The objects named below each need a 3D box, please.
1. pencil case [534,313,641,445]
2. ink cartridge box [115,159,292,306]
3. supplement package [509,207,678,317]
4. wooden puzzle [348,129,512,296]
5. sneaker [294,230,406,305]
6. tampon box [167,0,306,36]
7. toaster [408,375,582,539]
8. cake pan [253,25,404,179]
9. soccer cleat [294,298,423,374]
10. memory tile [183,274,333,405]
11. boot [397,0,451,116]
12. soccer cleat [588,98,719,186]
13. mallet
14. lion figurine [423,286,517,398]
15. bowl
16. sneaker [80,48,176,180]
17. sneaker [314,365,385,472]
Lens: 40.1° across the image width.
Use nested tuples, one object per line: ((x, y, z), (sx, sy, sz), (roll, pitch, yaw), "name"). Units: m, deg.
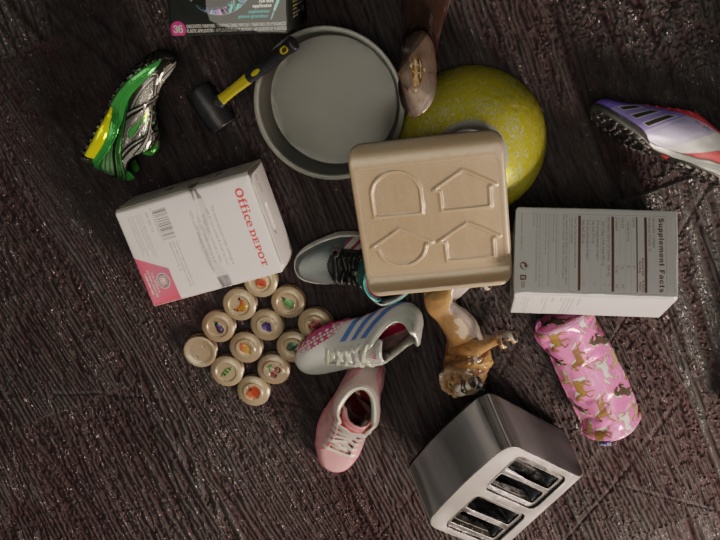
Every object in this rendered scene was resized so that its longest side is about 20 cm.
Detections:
((0.312, 0.141, 1.361), (0.086, 0.083, 0.200), (-34, 106, -23), "pencil case")
((-0.210, -0.051, 1.354), (0.200, 0.083, 0.147), (-15, 108, 13), "ink cartridge box")
((0.295, -0.009, 1.267), (0.200, 0.117, 0.118), (2, 76, 6), "supplement package")
((0.088, -0.072, 1.218), (0.185, 0.046, 0.200), (-6, 117, 6), "wooden puzzle")
((0.000, 0.000, 1.326), (0.200, 0.121, 0.084), (-8, 109, 11), "sneaker")
((-0.152, -0.394, 1.196), (0.150, 0.126, 0.200), (-1, 110, 7), "tampon box")
((0.183, 0.276, 1.375), (0.200, 0.119, 0.181), (30, 112, -31), "toaster")
((-0.039, -0.219, 1.289), (0.200, 0.037, 0.201), (4, 112, 9), "cake pan")
((-0.005, 0.105, 1.376), (0.200, 0.086, 0.070), (-26, 124, 14), "soccer cleat")
((-0.151, 0.096, 1.437), (0.153, 0.017, 0.200), (40, 110, -8), "memory tile")
((0.072, -0.291, 1.166), (0.064, 0.200, 0.187), (3, 111, 6), "boot")
((0.386, -0.178, 1.249), (0.200, 0.068, 0.073), (26, 88, 1), "soccer cleat")
((-0.153, -0.251, 1.261), (0.066, 0.041, 0.200), (50, 133, -5), "mallet")
((0.136, 0.075, 1.372), (0.122, 0.072, 0.200), (-22, 92, 33), "lion figurine")
((0.141, -0.153, 1.259), (0.200, 0.108, 0.201), (2, 111, 6), "bowl")
((-0.293, -0.208, 1.320), (0.085, 0.078, 0.200), (30, 120, -11), "sneaker")
((-0.021, 0.225, 1.423), (0.075, 0.105, 0.200), (20, 113, -3), "sneaker")
